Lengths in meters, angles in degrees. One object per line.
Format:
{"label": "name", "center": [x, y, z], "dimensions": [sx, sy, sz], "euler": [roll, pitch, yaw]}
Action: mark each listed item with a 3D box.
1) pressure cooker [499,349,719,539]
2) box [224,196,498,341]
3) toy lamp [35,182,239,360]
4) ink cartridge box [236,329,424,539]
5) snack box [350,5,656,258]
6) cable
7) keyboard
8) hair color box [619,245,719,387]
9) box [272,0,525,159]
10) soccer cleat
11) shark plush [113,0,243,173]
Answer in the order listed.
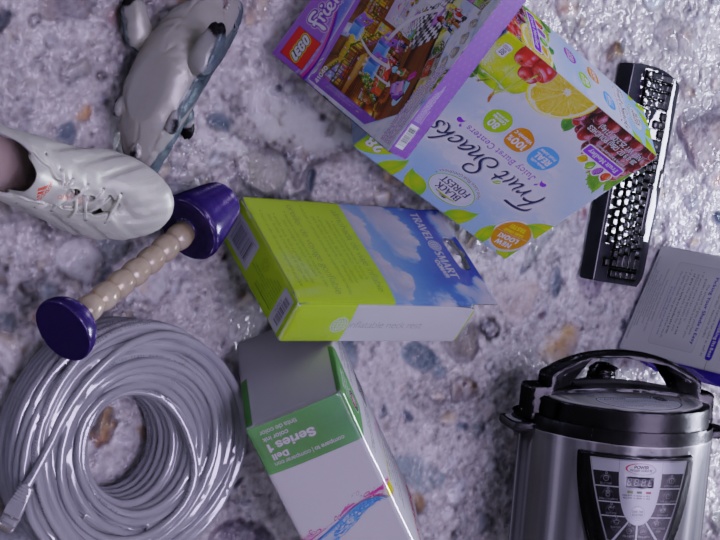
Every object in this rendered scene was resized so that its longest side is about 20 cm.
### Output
{"label": "pressure cooker", "center": [0.219, 0.169, 1.920], "dimensions": [0.176, 0.178, 0.201], "euler": [-4, 101, -57]}
{"label": "box", "center": [0.000, 0.000, 1.756], "dimensions": [0.200, 0.122, 0.048], "euler": [2, 133, -37]}
{"label": "toy lamp", "center": [-0.162, -0.006, 1.651], "dimensions": [0.200, 0.058, 0.058], "euler": [-44, 123, -44]}
{"label": "ink cartridge box", "center": [-0.021, 0.156, 1.743], "dimensions": [0.084, 0.145, 0.200], "euler": [-22, 116, 4]}
{"label": "snack box", "center": [0.116, -0.118, 1.797], "dimensions": [0.200, 0.168, 0.068], "euler": [36, 32, -35]}
{"label": "cable", "center": [-0.184, 0.135, 1.675], "dimensions": [0.200, 0.069, 0.201], "euler": [22, 84, -38]}
{"label": "keyboard", "center": [0.232, -0.089, 1.976], "dimensions": [0.127, 0.021, 0.201], "euler": [8, 93, -38]}
{"label": "hair color box", "center": [0.339, 0.050, 1.967], "dimensions": [0.065, 0.200, 0.110], "euler": [30, 80, -36]}
{"label": "box", "center": [0.042, -0.207, 1.701], "dimensions": [0.200, 0.137, 0.039], "euler": [-52, 155, 8]}
{"label": "soccer cleat", "center": [-0.224, -0.065, 1.578], "dimensions": [0.200, 0.078, 0.069], "euler": [19, 96, -25]}
{"label": "shark plush", "center": [-0.138, -0.119, 1.667], "dimensions": [0.083, 0.091, 0.201], "euler": [15, 84, -68]}
